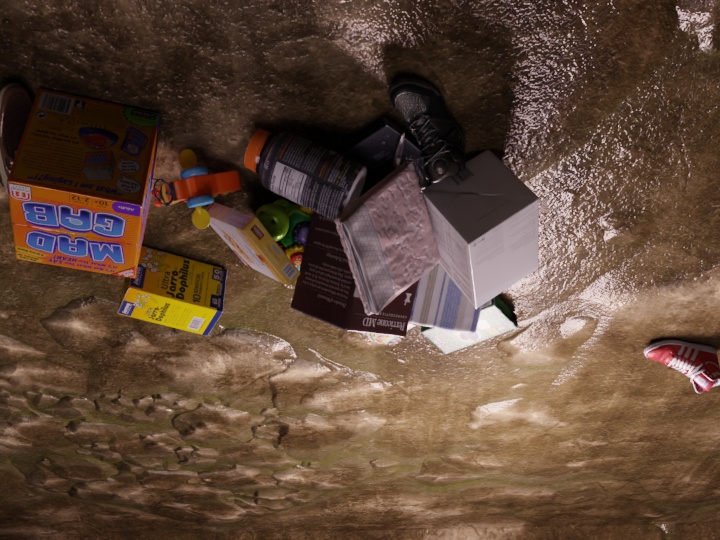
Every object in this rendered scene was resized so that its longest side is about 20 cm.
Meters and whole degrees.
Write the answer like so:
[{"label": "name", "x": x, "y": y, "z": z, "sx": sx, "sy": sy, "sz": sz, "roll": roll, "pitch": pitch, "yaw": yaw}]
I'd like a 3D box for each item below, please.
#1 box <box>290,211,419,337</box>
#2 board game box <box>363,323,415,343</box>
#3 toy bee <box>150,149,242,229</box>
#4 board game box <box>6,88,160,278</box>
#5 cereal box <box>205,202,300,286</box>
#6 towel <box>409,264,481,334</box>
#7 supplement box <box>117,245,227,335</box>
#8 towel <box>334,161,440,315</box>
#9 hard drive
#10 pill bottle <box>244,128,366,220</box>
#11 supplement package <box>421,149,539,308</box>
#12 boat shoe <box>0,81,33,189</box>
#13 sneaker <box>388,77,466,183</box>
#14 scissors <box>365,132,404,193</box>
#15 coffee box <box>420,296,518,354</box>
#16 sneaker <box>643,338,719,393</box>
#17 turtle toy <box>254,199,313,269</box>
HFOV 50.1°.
[{"label": "box", "x": 0.000, "y": 0.000, "z": 1.413, "sx": 0.164, "sy": 0.204, "sz": 0.163, "roll": 11, "pitch": -176, "yaw": -45}, {"label": "board game box", "x": 0.011, "y": 0.062, "z": 1.649, "sx": 0.198, "sy": 0.106, "sz": 0.103, "roll": 26, "pitch": 137, "yaw": -31}, {"label": "toy bee", "x": -0.309, "y": -0.147, "z": 1.344, "sx": 0.107, "sy": 0.134, "sz": 0.198, "roll": -9, "pitch": 164, "yaw": 37}, {"label": "board game box", "x": -0.451, "y": -0.140, "z": 1.278, "sx": 0.196, "sy": 0.203, "sz": 0.201, "roll": 10, "pitch": 143, "yaw": -14}, {"label": "cereal box", "x": -0.204, "y": -0.051, "z": 1.419, "sx": 0.144, "sy": 0.040, "sz": 0.199, "roll": 52, "pitch": 162, "yaw": -30}, {"label": "towel", "x": 0.171, "y": 0.049, "z": 1.626, "sx": 0.196, "sy": 0.150, "sz": 0.024, "roll": 10, "pitch": -178, "yaw": -17}, {"label": "supplement box", "x": -0.390, "y": 0.043, "z": 1.608, "sx": 0.197, "sy": 0.110, "sz": 0.110, "roll": 16, "pitch": 141, "yaw": -23}, {"label": "towel", "x": 0.053, "y": -0.052, "z": 1.314, "sx": 0.032, "sy": 0.190, "sz": 0.203, "roll": 16, "pitch": 136, "yaw": 45}, {"label": "hard drive", "x": 0.060, "y": -0.185, "z": 1.367, "sx": 0.134, "sy": 0.043, "sz": 0.199, "roll": -27, "pitch": 137, "yaw": 31}, {"label": "pill bottle", "x": -0.096, "y": -0.167, "z": 1.300, "sx": 0.197, "sy": 0.107, "sz": 0.107, "roll": 26, "pitch": 143, "yaw": 6}, {"label": "supplement package", "x": 0.219, "y": -0.072, "z": 1.391, "sx": 0.150, "sy": 0.151, "sz": 0.201, "roll": -31, "pitch": 144, "yaw": -10}, {"label": "boat shoe", "x": -0.589, "y": -0.223, "z": 1.273, "sx": 0.074, "sy": 0.075, "sz": 0.205, "roll": 30, "pitch": 128, "yaw": 16}, {"label": "sneaker", "x": 0.116, "y": -0.223, "z": 1.259, "sx": 0.075, "sy": 0.116, "sz": 0.199, "roll": -22, "pitch": 137, "yaw": 24}, {"label": "scissors", "x": 0.063, "y": -0.165, "z": 1.349, "sx": 0.072, "sy": 0.014, "sz": 0.201, "roll": 14, "pitch": 140, "yaw": -17}, {"label": "coffee box", "x": 0.250, "y": 0.122, "z": 1.790, "sx": 0.198, "sy": 0.045, "sz": 0.123, "roll": -25, "pitch": 137, "yaw": 28}, {"label": "sneaker", "x": 0.804, "y": 0.239, "z": 1.905, "sx": 0.196, "sy": 0.114, "sz": 0.072, "roll": 6, "pitch": 144, "yaw": -9}, {"label": "turtle toy", "x": -0.128, "y": -0.069, "z": 1.469, "sx": 0.144, "sy": 0.103, "sz": 0.200, "roll": -22, "pitch": 139, "yaw": 26}]
